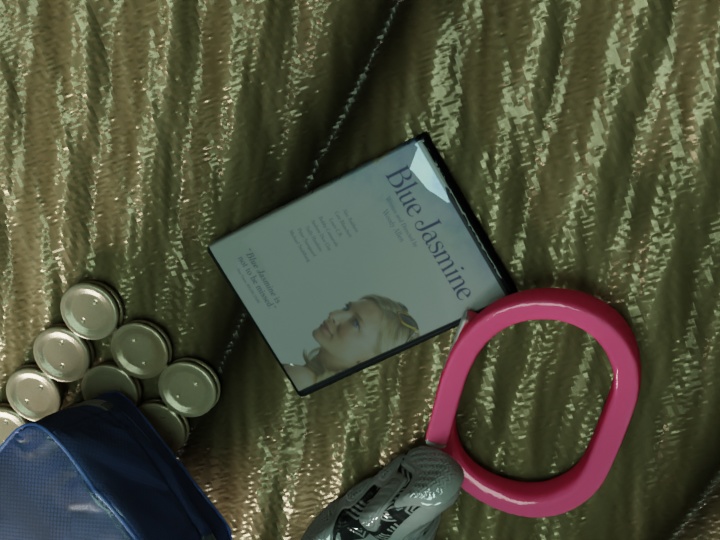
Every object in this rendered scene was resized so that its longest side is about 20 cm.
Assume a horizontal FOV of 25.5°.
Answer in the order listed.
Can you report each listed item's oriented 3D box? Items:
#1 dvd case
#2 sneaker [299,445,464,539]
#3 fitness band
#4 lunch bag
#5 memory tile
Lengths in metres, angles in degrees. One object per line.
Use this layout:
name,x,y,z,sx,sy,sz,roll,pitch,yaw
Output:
dvd case,0.000,0.000,1.204,0.200,0.018,0.143,-26,103,23
sneaker,0.042,0.212,1.237,0.115,0.075,0.200,42,138,-9
fitness band,0.129,0.100,1.190,0.144,0.037,0.200,17,121,3
lunch bag,-0.198,0.203,1.260,0.136,0.132,0.200,-42,82,26
memory tile,-0.217,0.115,1.315,0.153,0.017,0.200,38,116,-2
